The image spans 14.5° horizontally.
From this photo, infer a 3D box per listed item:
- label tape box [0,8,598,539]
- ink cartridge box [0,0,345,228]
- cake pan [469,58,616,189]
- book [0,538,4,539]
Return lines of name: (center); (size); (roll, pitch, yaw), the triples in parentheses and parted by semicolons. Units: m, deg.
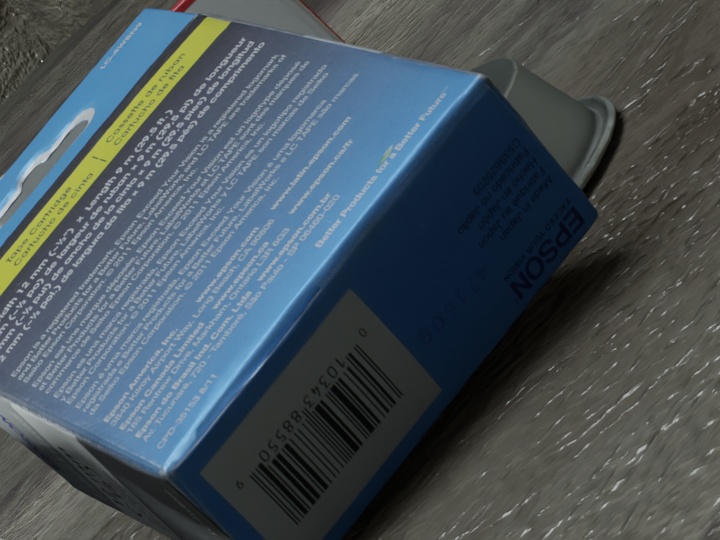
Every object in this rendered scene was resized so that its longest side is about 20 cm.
label tape box: (-0.044, 0.001, 0.847); (0.143, 0.066, 0.200); (-52, 30, -13)
ink cartridge box: (-0.079, -0.023, 1.109); (0.144, 0.084, 0.200); (-46, -1, -15)
cake pan: (0.000, 0.000, 0.951); (0.200, 0.037, 0.200); (-42, 10, 9)
book: (-0.133, 0.147, 0.681); (0.134, 0.048, 0.200); (15, 46, 29)
